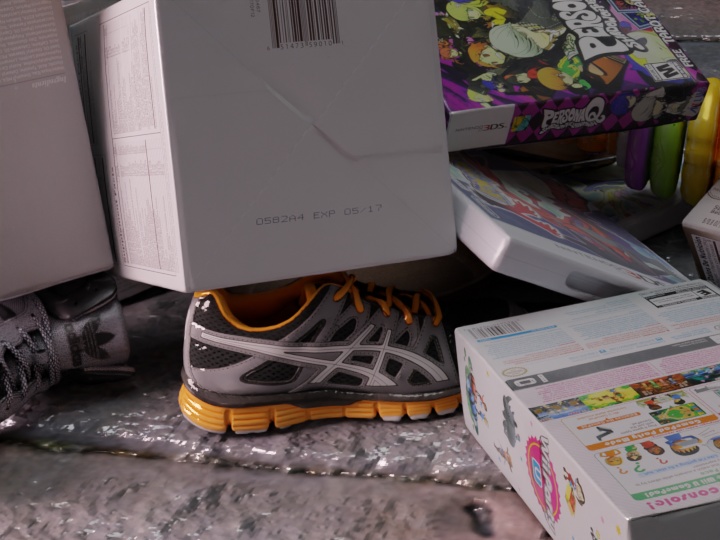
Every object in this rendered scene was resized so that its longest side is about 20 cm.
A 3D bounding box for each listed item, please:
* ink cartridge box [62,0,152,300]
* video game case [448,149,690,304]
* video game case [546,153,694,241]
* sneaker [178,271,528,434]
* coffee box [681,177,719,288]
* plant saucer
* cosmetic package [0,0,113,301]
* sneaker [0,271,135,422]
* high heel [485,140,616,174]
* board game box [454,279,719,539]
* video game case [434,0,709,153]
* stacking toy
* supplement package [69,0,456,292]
[{"bbox_3d":[-0.131,-0.096,0.938,0.159,0.201,0.047,-24,30,-27],"label":"ink cartridge box"},{"bbox_3d":[0.102,-0.030,0.834,0.181,0.023,0.200,18,17,-33],"label":"video game case"},{"bbox_3d":[0.150,-0.057,1.039,0.199,0.022,0.182,-22,28,-36],"label":"video game case"},{"bbox_3d":[-0.002,0.035,0.775,0.198,0.078,0.078,-8,21,-11],"label":"sneaker"},{"bbox_3d":[0.293,-0.012,0.775,0.113,0.080,0.199,-45,38,-20],"label":"coffee box"},{"bbox_3d":[0.000,0.000,0.914,0.199,0.037,0.201,-5,23,2],"label":"plant saucer"},{"bbox_3d":[-0.210,-0.091,0.794,0.090,0.202,0.107,-14,13,-32],"label":"cosmetic package"},{"bbox_3d":[-0.186,0.047,0.783,0.113,0.076,0.200,-8,20,1],"label":"sneaker"},{"bbox_3d":[0.102,-0.090,0.994,0.142,0.072,0.200,7,15,34],"label":"high heel"},{"bbox_3d":[0.146,0.076,0.660,0.146,0.065,0.200,-11,21,-12],"label":"board game box"},{"bbox_3d":[0.094,-0.159,0.901,0.180,0.036,0.201,-9,49,-21],"label":"video game case"},{"bbox_3d":[0.212,-0.087,0.956,0.199,0.110,0.116,9,27,14],"label":"stacking toy"},{"bbox_3d":[-0.063,-0.077,0.792,0.151,0.152,0.200,-8,6,-23],"label":"supplement package"}]
